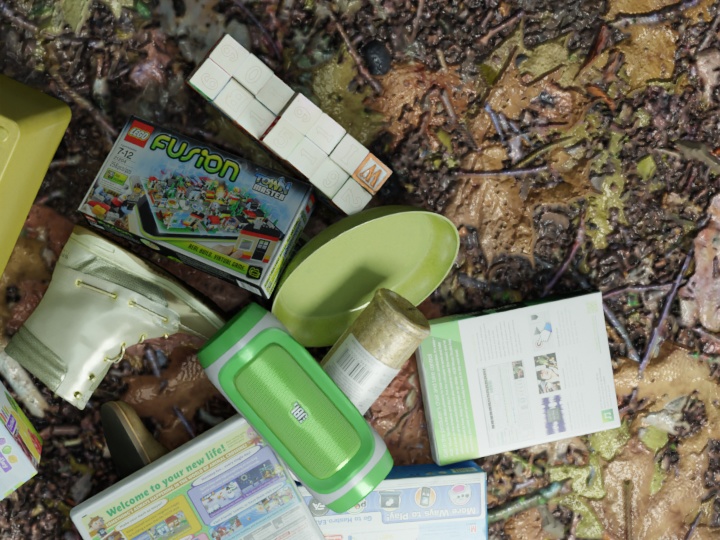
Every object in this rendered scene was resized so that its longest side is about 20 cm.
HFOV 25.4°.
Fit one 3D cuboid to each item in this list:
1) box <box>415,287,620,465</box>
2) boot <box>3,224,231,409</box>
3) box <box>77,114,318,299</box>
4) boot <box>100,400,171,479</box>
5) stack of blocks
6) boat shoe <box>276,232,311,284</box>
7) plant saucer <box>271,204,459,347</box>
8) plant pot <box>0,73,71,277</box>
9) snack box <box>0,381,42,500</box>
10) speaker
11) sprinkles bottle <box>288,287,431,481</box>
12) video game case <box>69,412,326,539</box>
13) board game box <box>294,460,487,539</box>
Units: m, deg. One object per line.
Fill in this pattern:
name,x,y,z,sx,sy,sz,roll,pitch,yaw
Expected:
box,0.158,0.107,1.625,0.198,0.036,0.146,-11,97,-10
boot,-0.224,0.069,1.533,0.199,0.072,0.155,32,89,-6
box,-0.152,-0.061,1.493,0.199,0.035,0.111,21,74,16
boot,-0.183,0.201,1.564,0.075,0.073,0.201,-37,105,-25
stack of blocks,-0.071,-0.137,1.518,0.200,0.115,0.059,41,87,-11
boat shoe,-0.135,-0.033,1.540,0.199,0.066,0.072,17,95,-11
plant saucer,0.000,0.000,1.528,0.199,0.200,0.031,-26,61,-7
plant pot,-0.389,-0.098,1.433,0.199,0.176,0.201,24,91,-11
snack box,-0.371,0.106,1.472,0.053,0.142,0.201,-34,100,-5
speaker,-0.060,0.128,1.481,0.088,0.088,0.200,-42,95,-4
sprinkles bottle,-0.015,0.112,1.551,0.068,0.068,0.200,36,104,-11
video game case,-0.147,0.256,1.525,0.199,0.022,0.183,-29,105,-6
board game box,0.028,0.300,1.608,0.198,0.056,0.198,-3,96,-10
